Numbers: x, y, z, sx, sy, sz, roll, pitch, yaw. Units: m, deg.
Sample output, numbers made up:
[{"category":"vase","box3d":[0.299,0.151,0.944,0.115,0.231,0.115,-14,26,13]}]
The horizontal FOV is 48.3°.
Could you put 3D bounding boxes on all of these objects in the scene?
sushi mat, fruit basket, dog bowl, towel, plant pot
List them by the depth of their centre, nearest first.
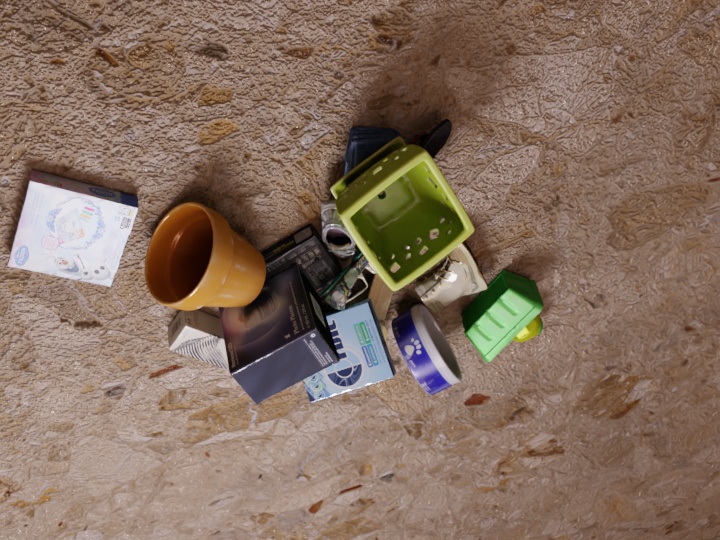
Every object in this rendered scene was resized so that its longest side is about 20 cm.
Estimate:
[{"category":"plant pot","box3d":[0.065,-0.120,1.511,0.198,0.182,0.201,-36,120,2]},{"category":"plant pot","box3d":[-0.291,-0.009,1.582,0.200,0.202,0.182,-42,144,18]},{"category":"towel","box3d":[0.018,-0.189,1.613,0.110,0.049,0.202,-3,129,-16]},{"category":"sushi mat","box3d":[0.049,0.045,1.808,0.095,0.012,0.202,-24,140,-45]},{"category":"dog bowl","box3d":[0.153,0.182,1.861,0.078,0.202,0.200,-29,131,12]},{"category":"fruit basket","box3d":[0.367,0.122,1.929,0.212,0.156,0.219,0,119,0]}]

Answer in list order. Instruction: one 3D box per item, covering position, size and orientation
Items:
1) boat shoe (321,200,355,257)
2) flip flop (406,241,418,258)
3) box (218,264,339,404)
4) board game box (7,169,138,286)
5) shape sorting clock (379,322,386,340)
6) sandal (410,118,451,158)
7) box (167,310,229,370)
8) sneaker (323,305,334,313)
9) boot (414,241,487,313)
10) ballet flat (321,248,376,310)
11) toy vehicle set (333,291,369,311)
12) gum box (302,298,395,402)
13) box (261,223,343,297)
[{"category":"boat shoe","box3d":[-0.046,-0.071,1.642,0.073,0.066,0.203,1,156,3]},{"category":"flip flop","box3d":[0.092,-0.093,1.705,0.057,0.082,0.201,11,144,19]},{"category":"box","box3d":[-0.171,0.129,1.643,0.196,0.201,0.124,-28,132,5]},{"category":"board game box","box3d":[-0.546,-0.075,1.528,0.196,0.044,0.201,13,123,-27]},{"category":"shape sorting clock","box3d":[-0.017,0.198,1.851,0.199,0.039,0.202,-31,142,-28]},{"category":"sandal","box3d":[0.113,-0.229,1.605,0.075,0.045,0.201,-20,155,-44]},{"category":"box","box3d":[-0.321,0.156,1.775,0.198,0.069,0.082,24,118,-31]},{"category":"sneaker","box3d":[-0.137,0.157,1.829,0.197,0.079,0.090,-20,129,-1]},{"category":"boot","box3d":[0.189,0.005,1.815,0.153,0.073,0.201,-27,132,9]},{"category":"ballet flat","box3d":[0.000,0.000,1.707,0.201,0.074,0.074,-50,130,-6]},{"category":"toy vehicle set","box3d":[-0.029,0.151,1.851,0.123,0.026,0.202,-26,142,-42]},{"category":"gum box","box3d":[-0.044,0.174,1.735,0.197,0.045,0.172,-19,97,12]},{"category":"box","box3d":[-0.148,0.012,1.723,0.198,0.051,0.158,-30,131,7]}]
